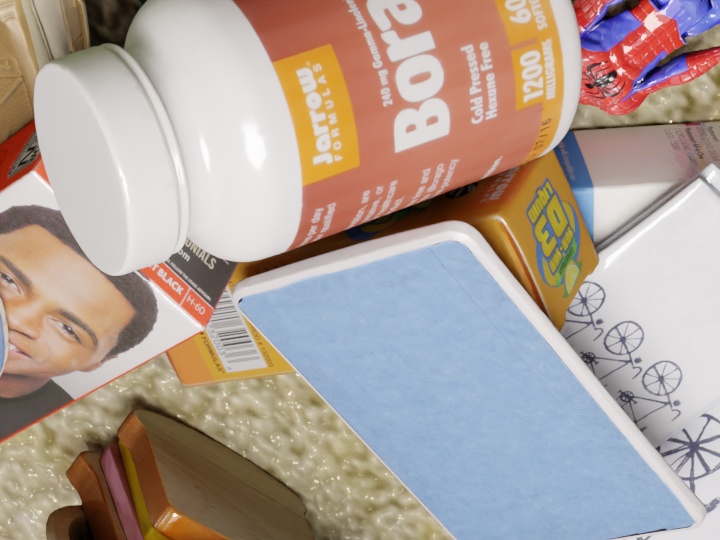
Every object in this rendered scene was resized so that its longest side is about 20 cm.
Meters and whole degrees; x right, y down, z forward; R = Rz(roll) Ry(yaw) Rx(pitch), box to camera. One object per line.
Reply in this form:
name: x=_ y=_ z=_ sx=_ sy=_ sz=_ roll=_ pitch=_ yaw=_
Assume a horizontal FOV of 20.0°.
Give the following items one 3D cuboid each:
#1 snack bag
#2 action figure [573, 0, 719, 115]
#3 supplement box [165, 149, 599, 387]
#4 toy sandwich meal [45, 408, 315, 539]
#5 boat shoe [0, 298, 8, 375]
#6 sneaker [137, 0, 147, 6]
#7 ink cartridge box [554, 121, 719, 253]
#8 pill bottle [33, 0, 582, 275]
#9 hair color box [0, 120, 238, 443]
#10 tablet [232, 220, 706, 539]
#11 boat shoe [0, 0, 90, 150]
snack bag: x=0.144 y=0.073 z=0.943 sx=0.188 sy=0.021 sz=0.200 roll=-37 pitch=115 yaw=16
action figure: x=0.149 y=-0.124 z=0.906 sx=0.200 sy=0.052 sz=0.065 roll=-38 pitch=116 yaw=18
supplement box: x=0.000 y=0.000 z=0.903 sx=0.199 sy=0.067 sz=0.069 roll=-7 pitch=118 yaw=31
toy sandwich meal: x=-0.057 y=0.144 z=0.948 sx=0.205 sy=0.205 sz=0.070 roll=31 pitch=95 yaw=-17
boat shoe: x=-0.204 y=0.063 z=0.879 sx=0.072 sy=0.073 sz=0.200 roll=26 pitch=138 yaw=1
sneaker: x=-0.050 y=-0.116 z=0.877 sx=0.200 sy=0.080 sz=0.071 roll=37 pitch=107 yaw=-20
ink cartridge box: x=0.162 y=-0.004 z=0.954 sx=0.199 sy=0.067 sz=0.117 roll=-4 pitch=117 yaw=-2
pill bottle: x=-0.021 y=-0.070 z=0.804 sx=0.199 sy=0.112 sz=0.113 roll=-21 pitch=120 yaw=-25
hair color box: x=-0.153 y=0.008 z=0.899 sx=0.101 sy=0.061 sz=0.200 roll=43 pitch=134 yaw=-19
tablet: x=0.048 y=0.058 z=0.877 sx=0.130 sy=0.014 sz=0.200 roll=-15 pitch=129 yaw=37
boat shoe: x=-0.158 y=-0.145 z=0.866 sx=0.073 sy=0.069 sz=0.201 roll=6 pitch=124 yaw=17
